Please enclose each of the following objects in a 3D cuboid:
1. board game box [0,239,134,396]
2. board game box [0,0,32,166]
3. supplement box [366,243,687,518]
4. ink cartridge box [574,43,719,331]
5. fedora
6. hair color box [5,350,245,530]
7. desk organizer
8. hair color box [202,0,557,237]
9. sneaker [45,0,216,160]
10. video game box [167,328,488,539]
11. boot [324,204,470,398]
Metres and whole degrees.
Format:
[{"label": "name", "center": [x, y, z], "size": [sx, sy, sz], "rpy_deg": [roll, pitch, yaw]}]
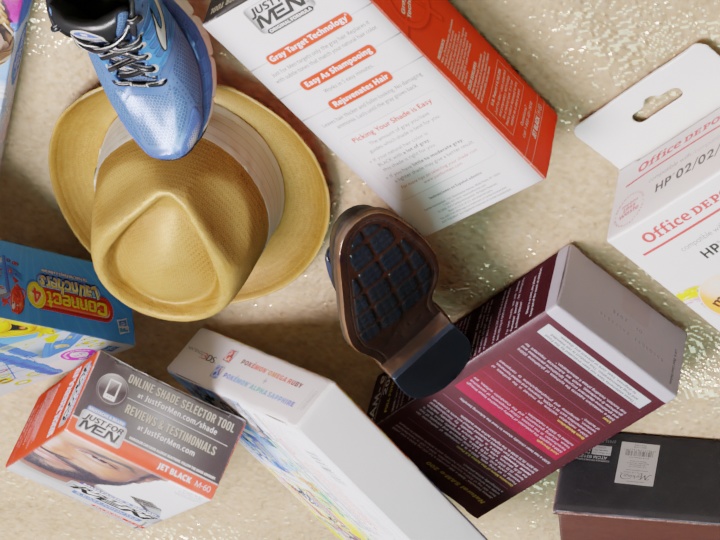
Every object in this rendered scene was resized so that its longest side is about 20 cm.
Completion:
[{"label": "board game box", "center": [-0.287, 0.038, 1.617], "size": [0.200, 0.056, 0.196], "rpy_deg": [-20, 159, 33]}, {"label": "board game box", "center": [-0.309, -0.144, 1.514], "size": [0.199, 0.043, 0.199], "rpy_deg": [17, 139, -2]}, {"label": "supplement box", "center": [0.105, 0.076, 1.612], "size": [0.109, 0.061, 0.200], "rpy_deg": [37, 132, -20]}, {"label": "ink cartridge box", "center": [0.229, -0.032, 1.461], "size": [0.200, 0.068, 0.115], "rpy_deg": [37, 133, -21]}, {"label": "fedora", "center": [-0.115, -0.031, 1.547], "size": [0.200, 0.082, 0.201], "rpy_deg": [7, 136, 7]}, {"label": "hair color box", "center": [-0.163, 0.120, 1.676], "size": [0.111, 0.064, 0.200], "rpy_deg": [27, 160, -12]}, {"label": "desk organizer", "center": [0.235, 0.165, 1.662], "size": [0.199, 0.072, 0.077], "rpy_deg": [4, 138, 12]}, {"label": "hair color box", "center": [0.014, -0.116, 1.439], "size": [0.101, 0.061, 0.200], "rpy_deg": [-25, 125, 35]}, {"label": "sneaker", "center": [-0.145, -0.144, 1.418], "size": [0.078, 0.089, 0.200], "rpy_deg": [-6, 124, 23]}, {"label": "video game box", "center": [-0.016, 0.130, 1.647], "size": [0.200, 0.047, 0.182], "rpy_deg": [47, 162, -30]}, {"label": "boot", "center": [0.000, 0.000, 1.510], "size": [0.075, 0.097, 0.200], "rpy_deg": [-38, 147, -8]}]
